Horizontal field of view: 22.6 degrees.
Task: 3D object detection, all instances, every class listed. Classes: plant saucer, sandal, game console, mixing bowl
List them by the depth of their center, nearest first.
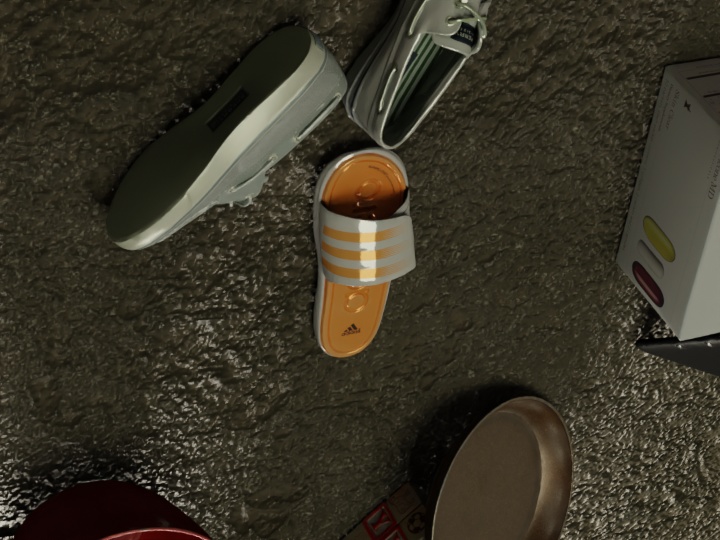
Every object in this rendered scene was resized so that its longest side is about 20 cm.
[{"bbox_3d":[0.008,-0.002,1.384,0.078,0.059,0.208,-15,133,-20],"label":"sandal"},{"bbox_3d":[-0.207,0.241,1.432,0.198,0.109,0.201,-17,134,-18],"label":"mixing bowl"},{"bbox_3d":[0.372,0.046,1.578,0.176,0.200,0.117,-43,102,-19],"label":"game console"},{"bbox_3d":[0.119,0.206,1.601,0.199,0.032,0.202,-19,116,-43],"label":"plant saucer"}]

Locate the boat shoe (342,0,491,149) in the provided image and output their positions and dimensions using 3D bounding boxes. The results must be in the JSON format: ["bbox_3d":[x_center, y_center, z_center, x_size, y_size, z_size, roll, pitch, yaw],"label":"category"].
[{"bbox_3d":[0.062,-0.172,1.261,0.073,0.067,0.201,11,121,-37],"label":"boat shoe"}]

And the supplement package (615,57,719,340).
[{"bbox_3d":[0.318,-0.064,1.478,0.154,0.111,0.201,-11,132,-23],"label":"supplement package"}]

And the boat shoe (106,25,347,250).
[{"bbox_3d":[-0.088,-0.079,1.252,0.201,0.070,0.071,-44,133,6],"label":"boat shoe"}]

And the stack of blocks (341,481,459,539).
[{"bbox_3d":[0.065,0.288,1.672,0.115,0.059,0.200,-41,136,7],"label":"stack of blocks"}]
